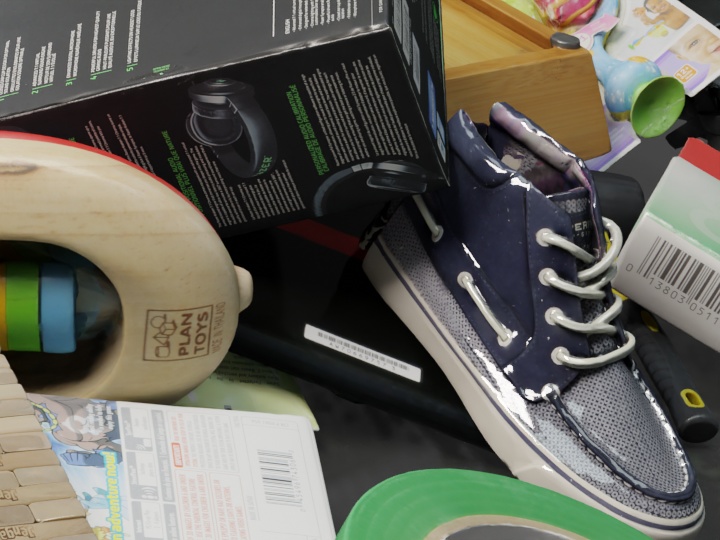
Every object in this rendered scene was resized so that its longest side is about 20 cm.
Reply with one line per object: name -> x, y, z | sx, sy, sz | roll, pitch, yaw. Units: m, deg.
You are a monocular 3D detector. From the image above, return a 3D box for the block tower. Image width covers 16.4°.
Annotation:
block tower -> -0.140, 0.067, 0.847 | 0.054, 0.058, 0.200 | -4, 33, -24

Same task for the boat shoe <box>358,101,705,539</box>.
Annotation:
boat shoe -> 0.082, 0.019, 1.032 | 0.074, 0.093, 0.200 | -18, 56, -46

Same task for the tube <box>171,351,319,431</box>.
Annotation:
tube -> -0.078, 0.006, 1.096 | 0.058, 0.052, 0.200 | -27, 38, 0

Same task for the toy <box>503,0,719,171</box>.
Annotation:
toy -> 0.105, -0.139, 1.376 | 0.115, 0.047, 0.200 | -39, 48, -7

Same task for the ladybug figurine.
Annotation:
ladybug figurine -> -0.141, 0.001, 0.970 | 0.198, 0.136, 0.072 | 4, 35, -7

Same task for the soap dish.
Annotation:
soap dish -> 0.013, -0.106, 1.301 | 0.157, 0.082, 0.200 | -14, 37, -41

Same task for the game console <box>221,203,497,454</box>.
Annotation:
game console -> 0.000, 0.000, 1.104 | 0.199, 0.031, 0.177 | 21, 37, -12

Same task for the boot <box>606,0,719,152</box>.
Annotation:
boot -> 0.234, -0.113, 1.417 | 0.162, 0.074, 0.198 | 26, 38, 29

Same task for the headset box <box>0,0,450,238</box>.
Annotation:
headset box -> -0.071, -0.101, 1.052 | 0.199, 0.093, 0.175 | -13, 43, 11

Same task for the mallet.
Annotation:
mallet -> 0.116, 0.013, 1.177 | 0.065, 0.041, 0.200 | 7, 32, -13

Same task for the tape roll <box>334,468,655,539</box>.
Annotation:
tape roll -> 0.073, 0.148, 0.838 | 0.199, 0.048, 0.201 | 24, 23, -11

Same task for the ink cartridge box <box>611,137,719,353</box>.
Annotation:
ink cartridge box -> 0.216, -0.007, 1.205 | 0.160, 0.050, 0.200 | 31, 32, 4

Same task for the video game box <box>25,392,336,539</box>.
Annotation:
video game box -> -0.097, 0.114, 0.884 | 0.181, 0.047, 0.200 | 8, 28, -13
